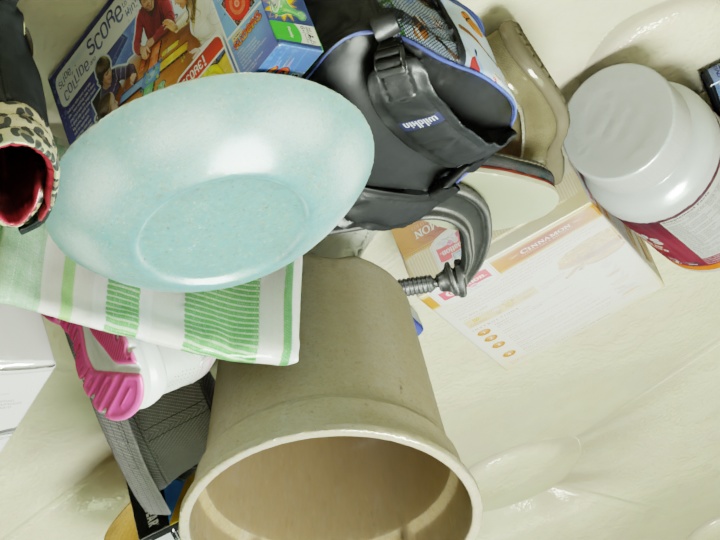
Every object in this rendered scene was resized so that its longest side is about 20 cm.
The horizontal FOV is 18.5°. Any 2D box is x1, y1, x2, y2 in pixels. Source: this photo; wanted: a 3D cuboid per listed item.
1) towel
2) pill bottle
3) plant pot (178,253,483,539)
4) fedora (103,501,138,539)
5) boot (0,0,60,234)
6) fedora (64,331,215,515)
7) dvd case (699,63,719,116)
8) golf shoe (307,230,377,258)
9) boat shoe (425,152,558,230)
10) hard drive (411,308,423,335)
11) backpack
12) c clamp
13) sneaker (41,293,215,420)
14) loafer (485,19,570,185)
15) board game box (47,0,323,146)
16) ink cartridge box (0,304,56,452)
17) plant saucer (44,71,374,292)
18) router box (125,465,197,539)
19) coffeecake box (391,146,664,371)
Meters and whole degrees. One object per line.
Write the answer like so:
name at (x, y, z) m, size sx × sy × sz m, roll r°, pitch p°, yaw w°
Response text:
towel at (-0.131, -0.015, 1.408) m, size 0.199 × 0.153 × 0.023 m, roll 16°, pitch 134°, yaw -16°
pill bottle at (0.233, -0.077, 1.672) m, size 0.109 × 0.110 × 0.200 m, roll -32°, pitch 149°, yaw 18°
plant pot at (-0.024, 0.097, 1.499) m, size 0.199 × 0.184 × 0.201 m, roll -2°, pitch 138°, yaw -2°
fedora at (-0.139, 0.179, 1.887) m, size 0.200 × 0.082 × 0.201 m, roll -20°, pitch 148°, yaw -13°
boot at (-0.224, -0.077, 1.287) m, size 0.073 × 0.154 × 0.204 m, roll -5°, pitch 147°, yaw -19°
fedora at (-0.148, 0.081, 1.590) m, size 0.090 × 0.178 × 0.200 m, roll -24°, pitch -166°, yaw -6°
dvd case at (0.367, -0.162, 1.722) m, size 0.199 × 0.018 × 0.143 m, roll -27°, pitch 153°, yaw 7°
golf shoe at (-0.024, -0.015, 1.619) m, size 0.200 × 0.092 × 0.072 m, roll -37°, pitch 149°, yaw 23°
boat shoe at (0.039, -0.072, 1.531) m, size 0.199 × 0.063 × 0.071 m, roll 4°, pitch 143°, yaw -8°
hard drive at (-0.044, 0.041, 1.771) m, size 0.131 × 0.025 × 0.200 m, roll -29°, pitch 152°, yaw 12°
backpack at (-0.003, -0.111, 1.399) m, size 0.200 × 0.155 × 0.190 m, roll -34°, pitch 142°, yaw 30°
c clamp at (0.000, 0.000, 1.552) m, size 0.199 × 0.027 × 0.171 m, roll -13°, pitch 138°, yaw 7°
sneaker at (-0.158, 0.010, 1.447) m, size 0.088 × 0.201 × 0.082 m, roll -7°, pitch 144°, yaw -37°
loafer at (0.105, -0.104, 1.571) m, size 0.067 × 0.076 × 0.200 m, roll -27°, pitch 153°, yaw -4°
board game box at (-0.109, -0.122, 1.318) m, size 0.034 × 0.136 × 0.200 m, roll 5°, pitch 143°, yaw -40°
ink cartridge box at (-0.289, 0.058, 1.491) m, size 0.084 × 0.146 × 0.200 m, roll -2°, pitch 147°, yaw -31°
plant saucer at (-0.084, -0.037, 1.294) m, size 0.200 × 0.039 × 0.201 m, roll -12°, pitch 148°, yaw -7°
router box at (-0.104, 0.151, 1.692) m, size 0.149 × 0.200 × 0.051 m, roll -26°, pitch 111°, yaw -3°
coffeecake box at (0.135, -0.011, 1.759) m, size 0.153 × 0.073 × 0.200 m, roll -29°, pitch 152°, yaw 13°
